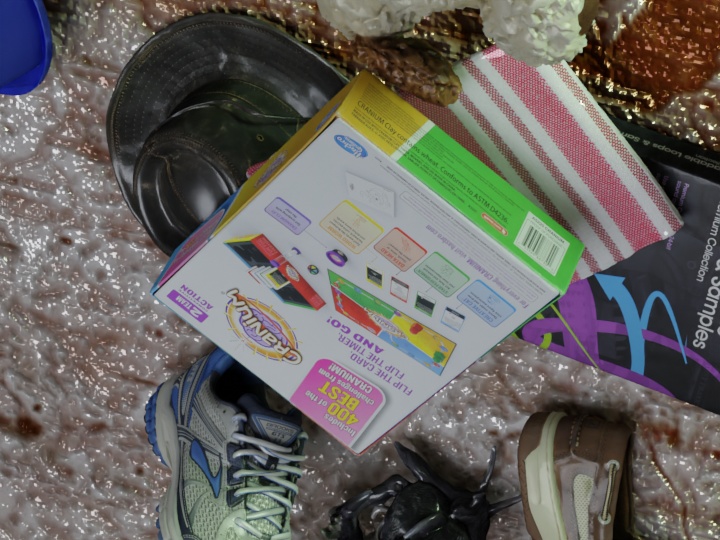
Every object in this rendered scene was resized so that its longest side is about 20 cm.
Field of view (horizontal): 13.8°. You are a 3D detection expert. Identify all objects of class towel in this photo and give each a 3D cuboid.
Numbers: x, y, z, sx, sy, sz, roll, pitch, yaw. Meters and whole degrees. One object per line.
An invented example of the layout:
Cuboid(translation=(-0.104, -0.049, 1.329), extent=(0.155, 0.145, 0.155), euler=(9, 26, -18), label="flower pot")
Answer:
Cuboid(translation=(0.054, -0.041, 1.596), extent=(0.200, 0.030, 0.146), euler=(-27, 115, 29), label="towel")

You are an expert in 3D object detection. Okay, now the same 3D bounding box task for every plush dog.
Cuboid(translation=(0.019, -0.179, 1.492), extent=(0.160, 0.201, 0.172), euler=(-1, 160, -20), label="plush dog")

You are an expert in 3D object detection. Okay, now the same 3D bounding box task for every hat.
Cuboid(translation=(-0.068, -0.040, 1.676), extent=(0.200, 0.081, 0.201), euler=(11, 122, 18), label="hat")

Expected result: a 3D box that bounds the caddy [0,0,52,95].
Cuboid(translation=(-0.254, -0.174, 1.673), extent=(0.141, 0.105, 0.200), euler=(-9, 117, 54), label="caddy")

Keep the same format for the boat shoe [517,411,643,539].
Cuboid(translation=(0.142, 0.177, 1.715), extent=(0.075, 0.075, 0.203), euler=(-2, 117, 20), label="boat shoe")

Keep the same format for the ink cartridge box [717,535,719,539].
Cuboid(translation=(0.236, 0.233, 1.707), extent=(0.116, 0.068, 0.200), euler=(21, 127, 12), label="ink cartridge box")

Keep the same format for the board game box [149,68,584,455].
Cuboid(translation=(0.000, 0.000, 1.585), extent=(0.153, 0.040, 0.200), euler=(39, 136, -11), label="board game box")

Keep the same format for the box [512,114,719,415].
Cuboid(translation=(0.154, -0.006, 1.621), extent=(0.200, 0.036, 0.143), euler=(20, 125, 12), label="box")

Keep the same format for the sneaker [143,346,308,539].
Cuboid(translation=(-0.070, 0.116, 1.718), extent=(0.077, 0.200, 0.085), euler=(25, 120, -36), label="sneaker")

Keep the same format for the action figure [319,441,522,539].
Cuboid(translation=(0.013, 0.182, 1.761), extent=(0.200, 0.102, 0.119), euler=(-35, 74, 0), label="action figure")
